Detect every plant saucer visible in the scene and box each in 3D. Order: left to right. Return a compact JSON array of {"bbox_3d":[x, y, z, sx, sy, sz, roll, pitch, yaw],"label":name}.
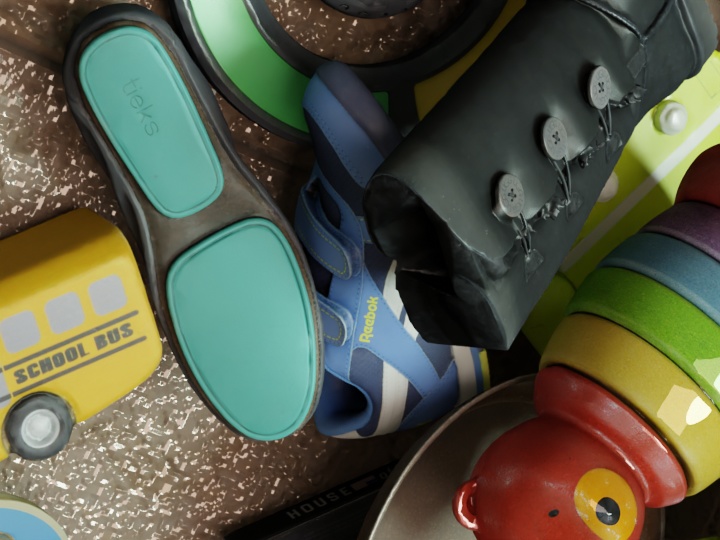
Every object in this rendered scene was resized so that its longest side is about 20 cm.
[{"bbox_3d":[0.061,0.141,1.167,0.200,0.032,0.201,-13,110,-38],"label":"plant saucer"}]

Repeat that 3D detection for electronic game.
[{"bbox_3d":[0.007,-0.148,1.103,0.199,0.042,0.201,-8,110,-24],"label":"electronic game"}]

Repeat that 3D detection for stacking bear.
[{"bbox_3d":[0.125,0.054,1.106,0.200,0.114,0.122,-47,113,-17],"label":"stacking bear"}]

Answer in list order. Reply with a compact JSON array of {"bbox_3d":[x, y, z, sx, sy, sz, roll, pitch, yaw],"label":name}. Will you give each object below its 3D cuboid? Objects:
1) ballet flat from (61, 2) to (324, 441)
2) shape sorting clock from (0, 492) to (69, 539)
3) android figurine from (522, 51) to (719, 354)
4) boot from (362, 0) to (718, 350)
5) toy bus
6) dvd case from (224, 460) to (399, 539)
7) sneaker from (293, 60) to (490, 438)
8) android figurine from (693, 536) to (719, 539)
[{"bbox_3d":[-0.069,-0.024,1.085,0.073,0.073,0.201,-29,109,-16],"label":"ballet flat"},{"bbox_3d":[-0.195,0.180,1.068,0.200,0.039,0.200,-39,149,-29],"label":"shape sorting clock"},{"bbox_3d":[0.145,-0.028,1.203,0.182,0.041,0.200,-42,121,-9],"label":"android figurine"},{"bbox_3d":[0.058,-0.089,1.051,0.200,0.066,0.165,-49,116,-30],"label":"boot"},{"bbox_3d":[-0.184,0.050,1.056,0.199,0.065,0.079,-24,115,-18],"label":"toy bus"},{"bbox_3d":[0.028,0.187,1.220,0.150,0.025,0.201,-22,115,-19],"label":"dvd case"},{"bbox_3d":[0.000,0.000,1.111,0.082,0.074,0.200,-22,130,-7],"label":"sneaker"},{"bbox_3d":[0.141,0.214,1.219,0.183,0.041,0.200,-68,161,5],"label":"android figurine"}]
